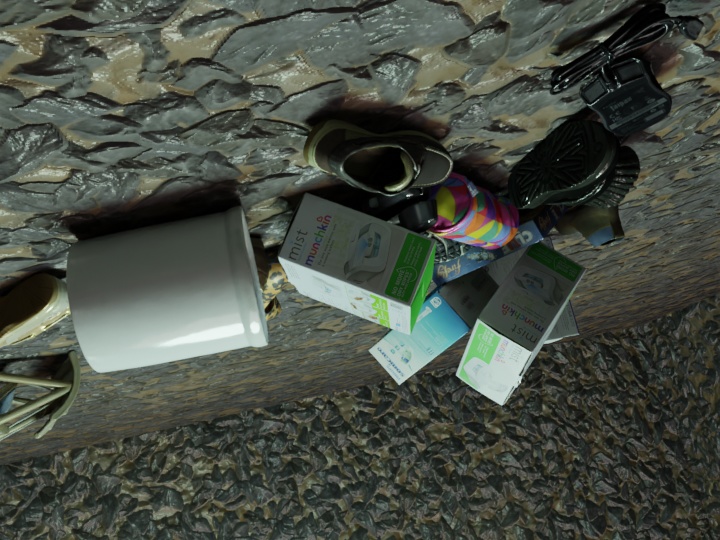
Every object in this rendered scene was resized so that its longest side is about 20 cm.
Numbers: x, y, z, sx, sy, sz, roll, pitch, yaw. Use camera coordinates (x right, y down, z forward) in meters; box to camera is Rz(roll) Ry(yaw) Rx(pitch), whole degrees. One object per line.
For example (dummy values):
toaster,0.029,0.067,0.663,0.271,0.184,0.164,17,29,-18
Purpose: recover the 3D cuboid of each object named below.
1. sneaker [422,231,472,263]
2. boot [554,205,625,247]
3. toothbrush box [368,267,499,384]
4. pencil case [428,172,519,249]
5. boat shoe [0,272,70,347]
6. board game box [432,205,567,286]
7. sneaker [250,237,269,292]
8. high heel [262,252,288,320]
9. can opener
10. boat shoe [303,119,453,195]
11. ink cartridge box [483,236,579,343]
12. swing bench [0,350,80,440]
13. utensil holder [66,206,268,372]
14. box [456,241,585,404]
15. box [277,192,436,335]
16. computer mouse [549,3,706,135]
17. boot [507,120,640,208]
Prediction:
sneaker,0.090,-0.044,1.148,0.199,0.078,0.086,-28,-162,4
boot,0.372,-0.070,1.229,0.074,0.097,0.200,-13,165,-6
toothbrush box,0.127,0.086,1.274,0.200,0.085,0.146,-44,177,39
pencil case,0.149,-0.080,1.010,0.088,0.089,0.200,-21,164,25
boat shoe,-0.455,0.066,0.992,0.199,0.074,0.069,-22,158,22
board game box,0.214,-0.049,1.174,0.200,0.035,0.135,-26,-172,38
sneaker,-0.221,0.009,1.000,0.199,0.076,0.070,-13,165,-8
high heel,-0.125,0.031,1.167,0.142,0.072,0.200,-12,157,16
can opener,0.027,-0.078,0.954,0.063,0.079,0.200,3,171,-29
boat shoe,0.031,-0.109,0.789,0.199,0.065,0.073,-2,127,-41
ink cartridge box,0.289,0.041,1.363,0.199,0.197,0.043,-5,164,-31
swing bench,-0.628,0.245,1.374,0.199,0.130,0.199,-5,162,-33
utensil holder,-0.222,0.023,0.885,0.199,0.171,0.170,-10,165,-5
box,0.247,0.086,1.163,0.177,0.097,0.200,-49,163,-26
box,0.000,0.000,0.983,0.176,0.097,0.200,21,168,10
computer mouse,0.286,-0.209,0.761,0.140,0.046,0.200,-31,154,34
boot,0.305,-0.133,0.962,0.157,0.080,0.211,-2,172,-19
